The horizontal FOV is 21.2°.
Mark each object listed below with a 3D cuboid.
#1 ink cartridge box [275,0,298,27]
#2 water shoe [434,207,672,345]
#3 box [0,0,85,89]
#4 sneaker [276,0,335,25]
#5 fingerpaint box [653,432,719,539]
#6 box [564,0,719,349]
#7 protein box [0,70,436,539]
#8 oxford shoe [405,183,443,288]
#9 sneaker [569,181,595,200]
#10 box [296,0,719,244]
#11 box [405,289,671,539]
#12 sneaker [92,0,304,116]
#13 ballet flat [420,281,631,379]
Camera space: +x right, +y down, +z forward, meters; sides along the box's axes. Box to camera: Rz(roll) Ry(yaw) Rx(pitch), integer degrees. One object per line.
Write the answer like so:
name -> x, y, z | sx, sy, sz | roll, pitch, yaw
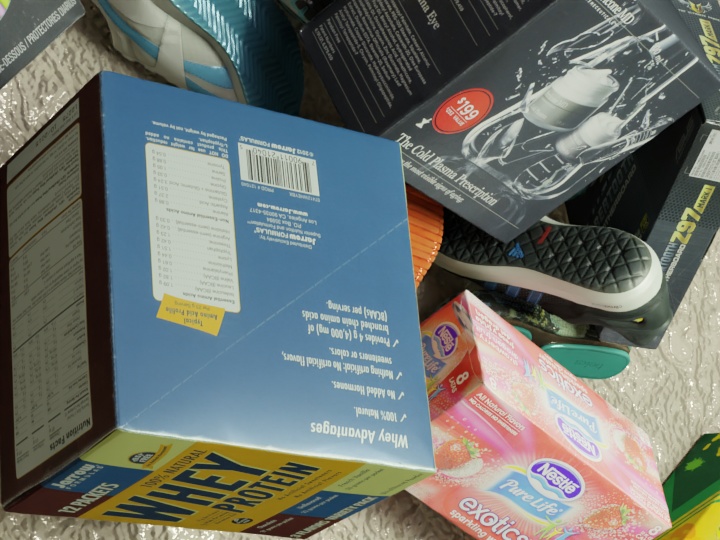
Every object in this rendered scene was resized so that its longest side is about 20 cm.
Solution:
ink cartridge box -> -0.076, -0.284, 1.285 | 0.200, 0.047, 0.160 | 54, 51, -40
water shoe -> 0.120, 0.002, 1.302 | 0.072, 0.200, 0.079 | -50, 136, -20
box -> -0.269, -0.177, 1.048 | 0.200, 0.106, 0.122 | 53, 53, -19
sneaker -> -0.067, -0.221, 1.209 | 0.078, 0.086, 0.200 | -42, 107, -9
fingerpaint box -> 0.295, 0.250, 1.465 | 0.167, 0.073, 0.200 | -42, 109, -37
box -> 0.207, -0.070, 1.339 | 0.051, 0.200, 0.158 | 10, 40, -13
protein box -> -0.083, 0.026, 1.056 | 0.198, 0.135, 0.201 | 11, 62, -33
oxford shoe -> 0.000, 0.000, 1.262 | 0.071, 0.073, 0.201 | 26, 70, -32
sneaker -> 0.090, -0.123, 1.351 | 0.200, 0.077, 0.080 | 49, 24, -12
box -> 0.097, -0.131, 1.191 | 0.200, 0.182, 0.104 | 26, 31, -55
box -> 0.105, 0.119, 1.287 | 0.200, 0.103, 0.095 | 38, 26, -31
sneaker -> -0.102, -0.147, 1.209 | 0.200, 0.080, 0.077 | 53, 49, -44
ballet flat -> 0.107, 0.037, 1.363 | 0.199, 0.074, 0.075 | 11, 75, -40
